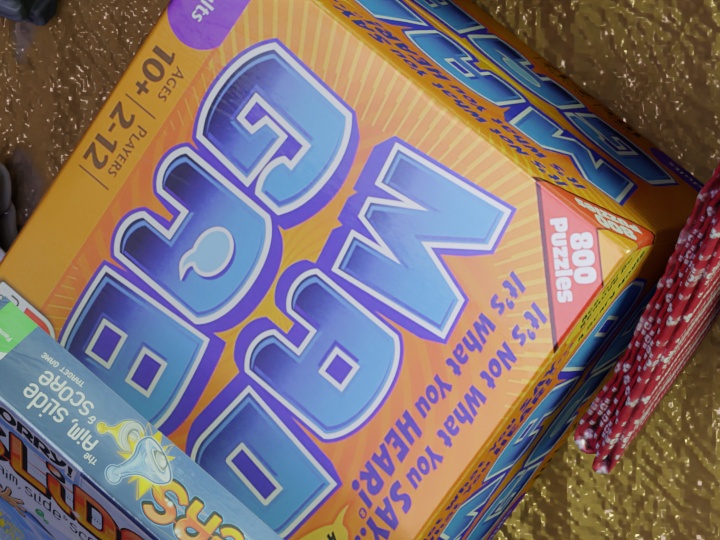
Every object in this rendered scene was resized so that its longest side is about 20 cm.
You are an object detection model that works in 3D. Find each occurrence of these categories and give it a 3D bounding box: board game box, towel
[{"bbox_3d":[-0.077,0.113,0.971,0.200,0.034,0.136,40,150,12],"label":"board game box"},{"bbox_3d":[0.000,0.000,1.052,0.200,0.200,0.200,39,106,12],"label":"board game box"},{"bbox_3d":[0.146,-0.029,0.990,0.022,0.145,0.201,31,130,12],"label":"towel"}]

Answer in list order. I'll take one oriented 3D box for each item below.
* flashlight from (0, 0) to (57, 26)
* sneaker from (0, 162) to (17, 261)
[{"bbox_3d":[-0.231,-0.176,1.188,0.199,0.068,0.068,21,99,18],"label":"flashlight"},{"bbox_3d":[-0.208,-0.027,1.200,0.199,0.075,0.087,33,98,6],"label":"sneaker"}]
